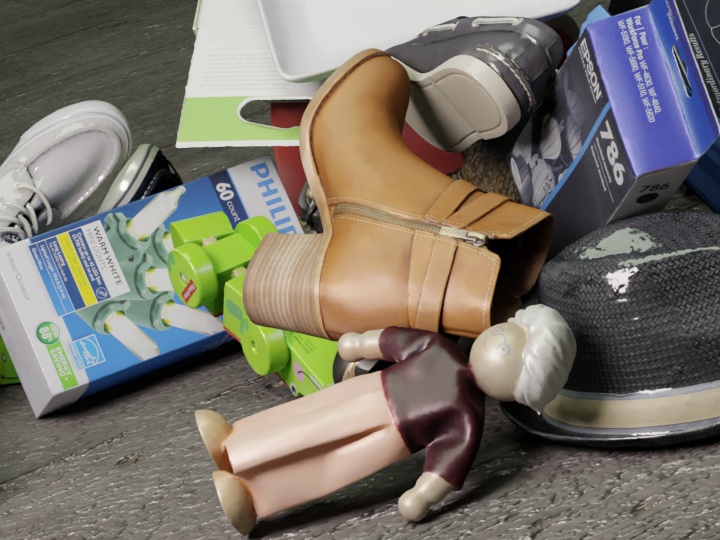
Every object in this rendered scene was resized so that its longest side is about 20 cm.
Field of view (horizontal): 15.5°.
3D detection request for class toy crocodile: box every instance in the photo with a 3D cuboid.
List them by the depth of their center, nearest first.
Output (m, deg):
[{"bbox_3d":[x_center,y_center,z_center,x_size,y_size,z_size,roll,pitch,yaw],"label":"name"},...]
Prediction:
[{"bbox_3d":[-0.058,0.025,1.602,0.067,0.062,0.200,-24,47,-29],"label":"toy crocodile"}]

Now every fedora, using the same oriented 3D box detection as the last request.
[{"bbox_3d":[0.164,0.023,1.415,0.200,0.092,0.201,-13,15,4],"label":"fedora"}]

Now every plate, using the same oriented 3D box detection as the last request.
[{"bbox_3d":[0.023,-0.205,1.718,0.199,0.032,0.200,-16,50,-4],"label":"plate"}]

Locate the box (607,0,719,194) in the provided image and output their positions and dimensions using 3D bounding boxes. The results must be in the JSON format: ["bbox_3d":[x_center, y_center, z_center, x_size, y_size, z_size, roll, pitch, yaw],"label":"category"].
[{"bbox_3d":[0.291,-0.161,1.807,0.199,0.149,0.107,-16,-19,-11],"label":"box"}]

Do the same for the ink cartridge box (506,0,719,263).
[{"bbox_3d":[0.138,-0.069,1.480,0.039,0.100,0.200,-7,-25,-19],"label":"ink cartridge box"}]

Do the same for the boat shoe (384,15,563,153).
[{"bbox_3d":[0.064,-0.116,1.567,0.063,0.073,0.200,-43,14,-12],"label":"boat shoe"}]

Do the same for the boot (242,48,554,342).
[{"bbox_3d":[0.035,-0.042,1.474,0.155,0.077,0.200,3,47,27],"label":"boot"}]

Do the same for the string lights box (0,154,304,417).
[{"bbox_3d":[-0.133,0.009,1.697,0.199,0.103,0.059,-21,-10,-23],"label":"string lights box"}]

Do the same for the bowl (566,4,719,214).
[{"bbox_3d":[0.201,-0.077,1.588,0.039,0.201,0.201,-45,12,9],"label":"bowl"}]

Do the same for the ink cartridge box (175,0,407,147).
[{"bbox_3d":[-0.035,-0.135,1.741,0.147,0.076,0.201,0,51,10],"label":"ink cartridge box"}]

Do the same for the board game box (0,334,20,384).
[{"bbox_3d":[-0.269,0.044,1.818,0.199,0.048,0.102,-8,16,22],"label":"board game box"}]

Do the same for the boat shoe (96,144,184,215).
[{"bbox_3d":[-0.138,-0.032,1.817,0.075,0.062,0.200,-58,-10,-13],"label":"boat shoe"}]

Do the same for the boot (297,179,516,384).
[{"bbox_3d":[0.000,0.000,1.551,0.138,0.078,0.200,28,37,16],"label":"boot"}]

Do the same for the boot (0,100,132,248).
[{"bbox_3d":[-0.226,-0.026,1.746,0.200,0.074,0.096,-42,24,4],"label":"boot"}]

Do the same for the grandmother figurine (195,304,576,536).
[{"bbox_3d":[0.019,0.074,1.369,0.199,0.122,0.061,-23,-27,5],"label":"grandmother figurine"}]

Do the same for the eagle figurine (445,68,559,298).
[{"bbox_3d":[0.111,-0.049,1.681,0.199,0.152,0.152,-18,1,28],"label":"eagle figurine"}]

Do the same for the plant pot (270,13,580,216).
[{"bbox_3d":[0.058,-0.119,1.875,0.177,0.201,0.200,5,22,25],"label":"plant pot"}]
